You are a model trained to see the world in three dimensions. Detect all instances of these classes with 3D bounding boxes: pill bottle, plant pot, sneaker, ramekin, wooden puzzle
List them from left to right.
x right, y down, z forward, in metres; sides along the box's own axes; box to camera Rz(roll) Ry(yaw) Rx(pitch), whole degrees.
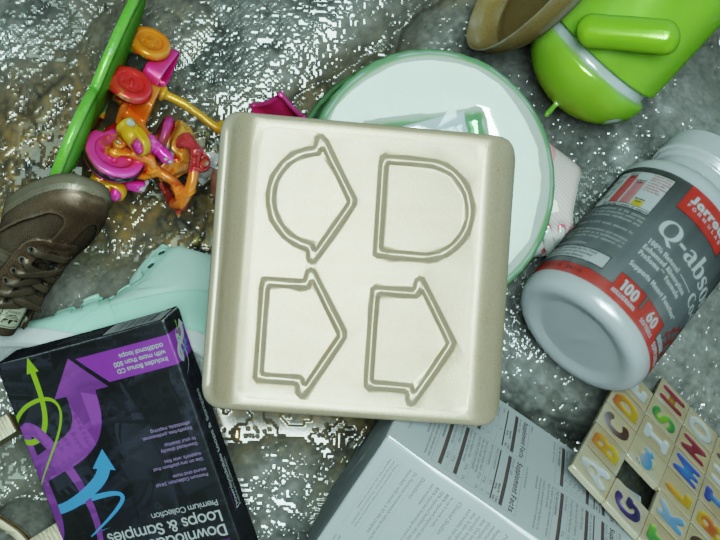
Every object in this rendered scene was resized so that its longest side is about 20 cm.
[{"bbox_3d":[-0.240,0.005,0.790,0.070,0.199,0.077,15,55,-42],"label":"sneaker"},{"bbox_3d":[-0.191,0.038,0.866,0.196,0.075,0.119,-3,43,14],"label":"sneaker"},{"bbox_3d":[0.000,0.000,0.720,0.196,0.046,0.189,5,88,-10],"label":"wooden puzzle"},{"bbox_3d":[0.044,-0.061,0.796,0.196,0.098,0.204,0,88,-6],"label":"ramekin"},{"bbox_3d":[0.112,-0.022,0.889,0.104,0.075,0.202,29,75,5],"label":"sneaker"},{"bbox_3d":[0.158,-0.251,0.878,0.027,0.199,0.202,35,79,-18],"label":"plant pot"},{"bbox_3d":[0.225,-0.013,0.869,0.116,0.116,0.200,43,67,3],"label":"pill bottle"}]

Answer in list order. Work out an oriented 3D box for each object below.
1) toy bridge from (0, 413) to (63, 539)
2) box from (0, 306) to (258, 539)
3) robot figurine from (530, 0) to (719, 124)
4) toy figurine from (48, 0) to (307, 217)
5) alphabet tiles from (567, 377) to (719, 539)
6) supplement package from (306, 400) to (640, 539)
[{"bbox_3d":[-0.295,0.134,0.850,0.067,0.027,0.202,-30,83,-9],"label":"toy bridge"},{"bbox_3d":[-0.166,0.141,0.802,0.141,0.036,0.203,-15,103,16],"label":"box"},{"bbox_3d":[0.216,-0.204,0.880,0.116,0.175,0.200,43,112,3],"label":"robot figurine"},{"bbox_3d":[-0.121,-0.097,0.845,0.182,0.151,0.202,24,41,-12],"label":"toy figurine"},{"bbox_3d":[0.242,0.161,0.835,0.167,0.200,0.008,46,123,3],"label":"alphabet tiles"},{"bbox_3d":[0.077,0.195,0.787,0.198,0.151,0.153,33,112,1],"label":"supplement package"}]
